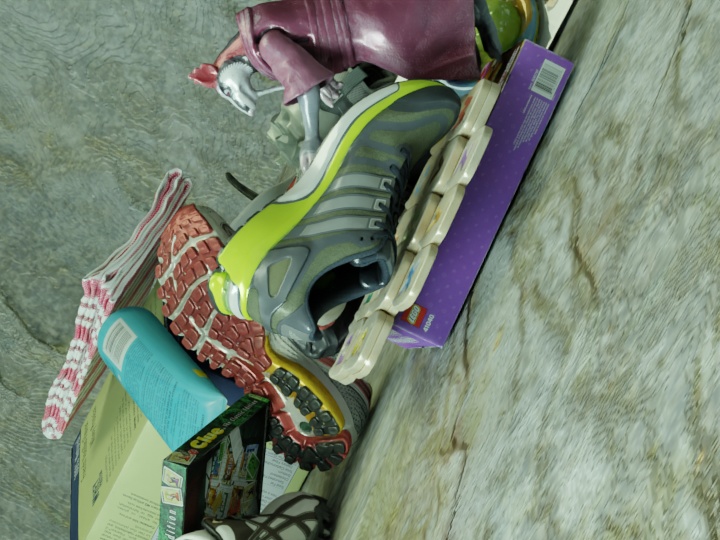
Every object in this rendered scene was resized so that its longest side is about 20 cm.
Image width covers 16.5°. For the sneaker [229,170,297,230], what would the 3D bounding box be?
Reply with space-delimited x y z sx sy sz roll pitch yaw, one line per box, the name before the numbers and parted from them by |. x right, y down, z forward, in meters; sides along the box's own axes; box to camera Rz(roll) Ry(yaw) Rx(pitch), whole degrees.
sneaker | -0.042 -0.016 2.011 0.073 0.112 0.200 -50 -5 35

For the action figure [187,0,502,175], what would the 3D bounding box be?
action figure | -0.016 -0.155 1.581 0.134 0.199 0.150 -118 16 -63

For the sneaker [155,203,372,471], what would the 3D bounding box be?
sneaker | -0.066 0.040 1.689 0.078 0.200 0.082 -27 12 37

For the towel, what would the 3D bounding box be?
towel | -0.193 0.026 1.927 0.147 0.030 0.200 -59 -3 -42

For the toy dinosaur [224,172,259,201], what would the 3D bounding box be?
toy dinosaur | -0.057 0.011 2.089 0.047 0.201 0.088 -26 -16 6

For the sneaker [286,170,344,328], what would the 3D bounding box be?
sneaker | -0.024 -0.038 1.616 0.082 0.078 0.200 -63 1 39

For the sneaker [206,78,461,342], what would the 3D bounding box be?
sneaker | 0.000 -0.032 1.510 0.200 0.081 0.074 -49 -27 -14

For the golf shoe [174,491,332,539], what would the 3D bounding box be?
golf shoe | -0.074 0.182 1.613 0.078 0.094 0.200 -63 5 14

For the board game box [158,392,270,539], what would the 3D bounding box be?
board game box | -0.102 0.190 1.670 0.105 0.023 0.201 -40 -37 -53

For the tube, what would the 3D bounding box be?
tube | -0.134 0.085 1.753 0.200 0.050 0.078 -136 43 -58

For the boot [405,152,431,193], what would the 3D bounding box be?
boot | 0.051 -0.110 1.859 0.151 0.073 0.200 -50 -7 22

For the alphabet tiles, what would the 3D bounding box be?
alphabet tiles | 0.033 -0.024 1.553 0.201 0.015 0.196 -66 6 -10

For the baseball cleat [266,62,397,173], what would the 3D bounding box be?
baseball cleat | -0.018 -0.116 1.898 0.106 0.070 0.200 -38 2 -6

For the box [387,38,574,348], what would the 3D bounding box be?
box | 0.067 -0.046 1.607 0.201 0.039 0.137 -65 6 -6

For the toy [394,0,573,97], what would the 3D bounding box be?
toy | 0.085 -0.184 1.720 0.115 0.047 0.201 29 89 44

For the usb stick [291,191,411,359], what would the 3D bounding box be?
usb stick | 0.000 0.000 1.707 0.033 0.055 0.200 -40 3 35

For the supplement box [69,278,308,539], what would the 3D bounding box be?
supplement box | -0.129 0.131 1.950 0.200 0.134 0.200 -61 16 19
